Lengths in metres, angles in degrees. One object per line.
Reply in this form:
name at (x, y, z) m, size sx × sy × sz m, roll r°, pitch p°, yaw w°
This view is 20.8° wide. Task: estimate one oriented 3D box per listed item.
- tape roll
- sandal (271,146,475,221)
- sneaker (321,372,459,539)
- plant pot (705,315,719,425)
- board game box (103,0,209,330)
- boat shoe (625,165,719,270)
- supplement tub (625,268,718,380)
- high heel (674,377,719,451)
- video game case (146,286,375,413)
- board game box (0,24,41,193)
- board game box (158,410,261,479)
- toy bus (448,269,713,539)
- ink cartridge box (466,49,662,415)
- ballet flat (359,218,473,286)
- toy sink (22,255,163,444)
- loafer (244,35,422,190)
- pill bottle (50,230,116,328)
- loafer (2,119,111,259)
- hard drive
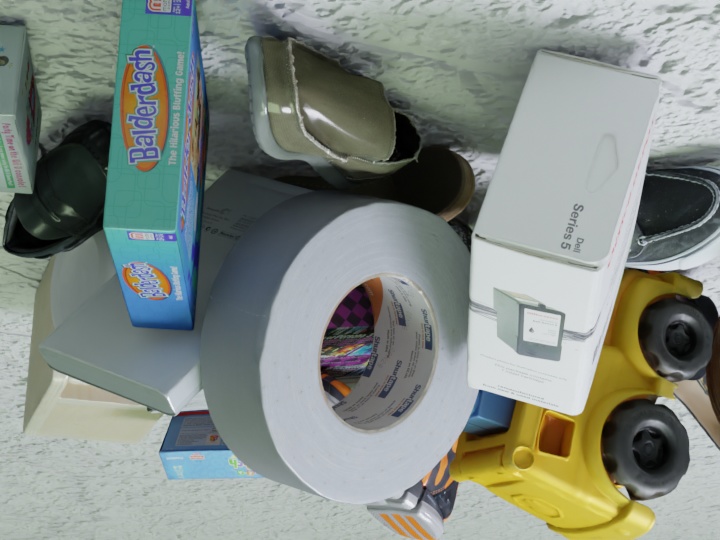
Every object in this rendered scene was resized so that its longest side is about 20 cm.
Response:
tape roll at (-0.008, 0.049, 1.292) m, size 0.200 × 0.201 × 0.066 m, roll 19°, pitch 175°, yaw -43°
sandal at (-0.004, -0.033, 1.415) m, size 0.211 × 0.078 × 0.070 m, roll -15°, pitch 161°, yaw 27°
sneaker at (0.019, 0.113, 1.502) m, size 0.077 × 0.112 × 0.200 m, roll 4°, pitch 146°, yaw 36°
plant pot at (0.347, 0.032, 1.417) m, size 0.199 × 0.201 × 0.198 m, roll -2°, pitch 153°, yaw 11°
board game box at (-0.122, -0.064, 1.203) m, size 0.045 × 0.153 × 0.200 m, roll 3°, pitch 162°, yaw -1°
boat shoe at (0.181, -0.040, 1.388) m, size 0.199 × 0.072 × 0.068 m, roll -5°, pitch 164°, yaw 43°
supplement tub at (0.185, 0.042, 1.572) m, size 0.199 × 0.108 × 0.107 m, roll 7°, pitch 161°, yaw -17°
high heel at (0.269, 0.107, 1.704) m, size 0.199 × 0.143 × 0.071 m, roll 3°, pitch 162°, yaw -5°
video game case at (-0.033, 0.057, 1.448) m, size 0.199 × 0.036 × 0.181 m, roll -1°, pitch 160°, yaw -44°
board game box at (-0.308, -0.106, 1.238) m, size 0.199 × 0.065 × 0.148 m, roll 5°, pitch 163°, yaw -4°
board game box at (-0.070, 0.092, 1.629) m, size 0.150 × 0.201 × 0.037 m, roll -2°, pitch 129°, yaw 14°
toy bus at (0.136, 0.076, 1.419) m, size 0.191 × 0.201 × 0.136 m, roll 23°, pitch 161°, yaw -18°
ink cartridge box at (0.127, -0.021, 1.246) m, size 0.084 × 0.146 × 0.200 m, roll 15°, pitch 152°, yaw 10°
ballet flat at (0.000, 0.000, 1.465) m, size 0.199 × 0.072 × 0.072 m, roll -11°, pitch 165°, yaw -13°
toy sink at (-0.209, 0.058, 1.629) m, size 0.111 × 0.131 × 0.200 m, roll 7°, pitch 161°, yaw -15°
loafer at (-0.015, -0.102, 1.219) m, size 0.069 × 0.076 × 0.200 m, roll -10°, pitch 169°, yaw 18°
pill bottle at (-0.130, 0.020, 1.523) m, size 0.199 × 0.113 × 0.112 m, roll 10°, pitch 161°, yaw -32°
loafer at (-0.205, -0.049, 1.371) m, size 0.070 × 0.068 × 0.200 m, roll -34°, pitch 180°, yaw -26°
hard drive at (-0.107, 0.010, 1.334) m, size 0.131 × 0.200 × 0.026 m, roll 16°, pitch 140°, yaw 40°
